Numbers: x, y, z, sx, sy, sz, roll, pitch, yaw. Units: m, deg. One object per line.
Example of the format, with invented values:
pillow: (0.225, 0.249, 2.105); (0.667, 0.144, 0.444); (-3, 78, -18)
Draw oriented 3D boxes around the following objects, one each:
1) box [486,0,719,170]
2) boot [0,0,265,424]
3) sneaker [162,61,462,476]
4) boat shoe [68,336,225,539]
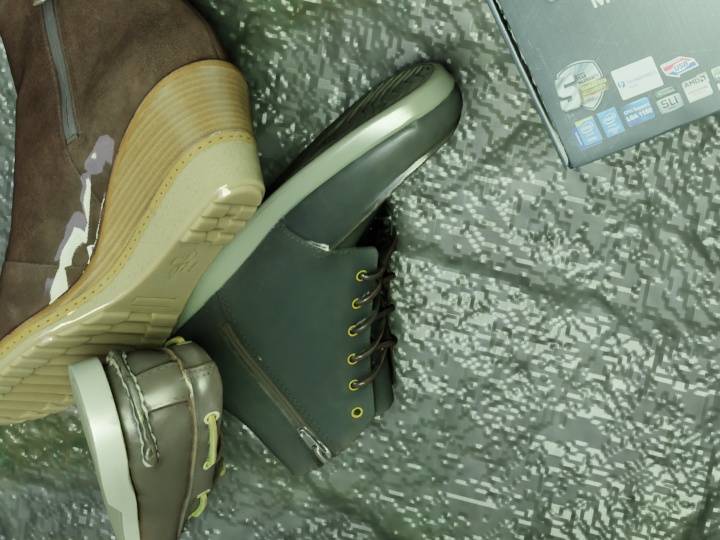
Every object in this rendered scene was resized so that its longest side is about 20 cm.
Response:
box: (0.142, -0.149, 1.006); (0.199, 0.051, 0.159); (-21, 100, 22)
boot: (-0.127, -0.046, 1.098); (0.200, 0.072, 0.167); (-43, 57, 27)
sneaker: (0.000, 0.000, 1.095); (0.106, 0.075, 0.200); (44, 124, -5)
boat shoe: (-0.088, 0.080, 1.100); (0.059, 0.200, 0.072); (-17, 71, -8)
